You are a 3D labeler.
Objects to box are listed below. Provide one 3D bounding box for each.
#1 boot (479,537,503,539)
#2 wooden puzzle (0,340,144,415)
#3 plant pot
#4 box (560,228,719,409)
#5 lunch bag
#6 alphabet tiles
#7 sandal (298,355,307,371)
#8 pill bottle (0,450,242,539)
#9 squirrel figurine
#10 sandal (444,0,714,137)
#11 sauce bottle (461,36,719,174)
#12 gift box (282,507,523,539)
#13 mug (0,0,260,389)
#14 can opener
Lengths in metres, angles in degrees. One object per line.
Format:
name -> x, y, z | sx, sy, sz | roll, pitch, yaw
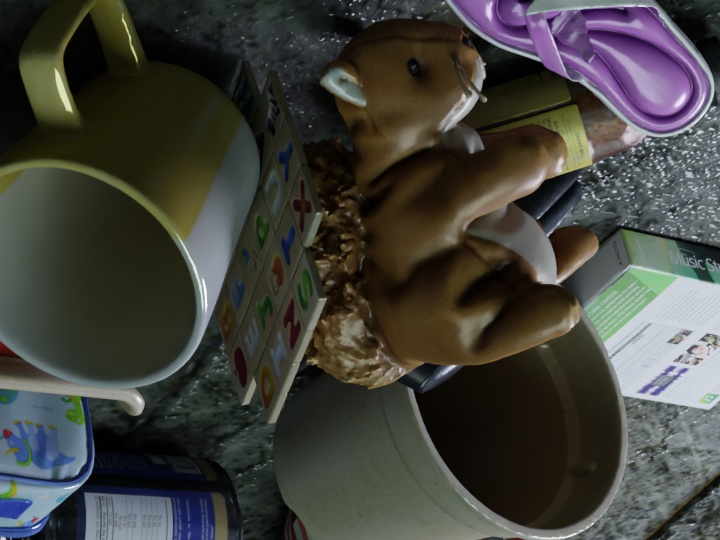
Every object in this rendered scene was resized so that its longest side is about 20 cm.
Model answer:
boot -> 0.065, 0.195, 1.905 | 0.075, 0.201, 0.074 | -17, 158, 6
wooden puzzle -> -0.237, 0.016, 1.529 | 0.199, 0.185, 0.037 | 13, 108, -36
plant pot -> 0.046, 0.111, 1.792 | 0.200, 0.201, 0.183 | 13, 151, -38
box -> 0.215, 0.037, 1.877 | 0.199, 0.036, 0.144 | 10, 141, -37
lunch bag -> -0.265, 0.078, 1.611 | 0.199, 0.161, 0.082 | 10, 141, -37
alphabet tiles -> -0.059, -0.016, 1.545 | 0.006, 0.167, 0.200 | -6, 148, -21
sandal -> 0.000, 0.000, 1.706 | 0.075, 0.045, 0.200 | -39, 172, -44
pill bottle -> -0.192, 0.180, 1.854 | 0.199, 0.112, 0.112 | 6, 143, -31
squirrel figurine -> 0.018, -0.041, 1.515 | 0.199, 0.142, 0.187 | -23, 104, 24
sandal -> 0.132, -0.137, 1.508 | 0.202, 0.050, 0.083 | 28, 107, -31
sauce bottle -> 0.125, -0.091, 1.603 | 0.199, 0.066, 0.066 | -15, 149, 3
gift box -> 0.022, 0.250, 1.999 | 0.186, 0.201, 0.185 | -14, 158, -16
mug -> -0.122, -0.052, 1.463 | 0.149, 0.153, 0.187 | 26, 131, 3
can opener -> 0.072, 0.001, 1.667 | 0.200, 0.079, 0.063 | -45, 164, -28
